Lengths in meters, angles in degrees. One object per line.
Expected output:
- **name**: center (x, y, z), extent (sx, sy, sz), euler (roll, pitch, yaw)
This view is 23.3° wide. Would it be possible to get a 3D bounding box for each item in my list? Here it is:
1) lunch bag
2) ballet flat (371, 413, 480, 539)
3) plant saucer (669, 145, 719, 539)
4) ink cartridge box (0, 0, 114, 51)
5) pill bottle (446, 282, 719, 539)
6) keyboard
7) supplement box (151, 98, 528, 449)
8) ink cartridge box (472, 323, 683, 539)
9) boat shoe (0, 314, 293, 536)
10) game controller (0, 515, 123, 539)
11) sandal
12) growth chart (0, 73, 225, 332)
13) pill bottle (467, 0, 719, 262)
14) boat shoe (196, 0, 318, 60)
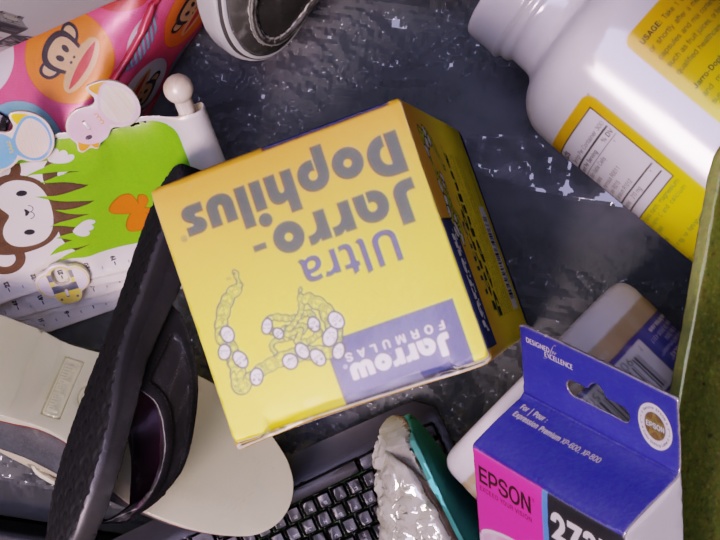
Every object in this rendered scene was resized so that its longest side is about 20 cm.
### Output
- **lunch bag**: center (-0.156, -0.164, 0.855), extent (0.176, 0.082, 0.200), euler (33, 97, 13)
- **ballet flat**: center (0.050, 0.163, 0.807), extent (0.072, 0.072, 0.200), euler (-32, 100, 9)
- **plant saucer**: center (0.211, 0.054, 0.658), extent (0.200, 0.048, 0.200), euler (7, 85, 47)
- **ink cartridge box**: center (-0.200, -0.168, 0.780), extent (0.200, 0.083, 0.145), euler (-22, 83, 13)
- **pill bottle**: center (0.148, 0.114, 0.782), extent (0.200, 0.120, 0.120), euler (45, 97, 6)
- **keyboard**: center (-0.030, 0.157, 0.839), extent (0.200, 0.021, 0.127), euler (-25, 86, -5)
- **supplement box**: center (0.000, 0.000, 0.765), extent (0.109, 0.200, 0.110), euler (-20, 88, 9)
- **ink cartridge box**: center (0.089, 0.129, 0.708), extent (0.037, 0.095, 0.200), euler (-17, 115, -30)
- **boat shoe**: center (-0.125, 0.076, 0.836), extent (0.200, 0.063, 0.071), euler (22, 64, 4)
- **game controller**: center (-0.163, 0.179, 0.884), extent (0.200, 0.042, 0.104), euler (7, 106, 10)
- **sandal**: center (-0.092, 0.050, 0.775), extent (0.048, 0.075, 0.200), euler (21, 75, -15)
- **growth chart**: center (-0.150, -0.016, 0.840), extent (0.200, 0.145, 0.018), euler (-21, 44, 8)
- **pill bottle**: center (0.147, -0.073, 0.787), extent (0.200, 0.104, 0.104), euler (41, 97, 7)
- **boat shoe**: center (-0.019, -0.175, 0.780), extent (0.064, 0.071, 0.200), euler (45, 128, 35)
